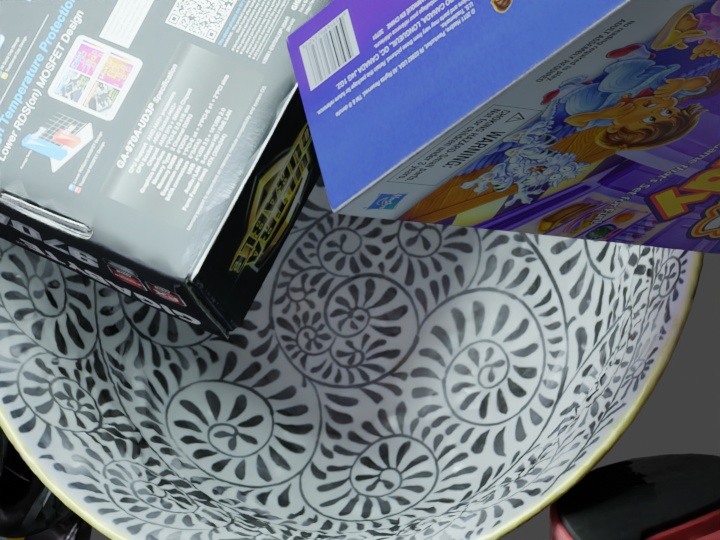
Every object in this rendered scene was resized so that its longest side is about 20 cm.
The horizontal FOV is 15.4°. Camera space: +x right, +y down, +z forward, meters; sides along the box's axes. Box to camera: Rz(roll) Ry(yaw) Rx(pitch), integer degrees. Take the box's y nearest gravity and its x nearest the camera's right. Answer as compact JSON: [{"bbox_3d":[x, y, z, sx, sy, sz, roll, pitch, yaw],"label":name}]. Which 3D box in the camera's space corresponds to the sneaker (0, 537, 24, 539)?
[{"bbox_3d":[-0.168,0.154,1.000,0.070,0.090,0.200,-26,68,52],"label":"sneaker"}]

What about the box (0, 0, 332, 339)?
[{"bbox_3d":[-0.060,-0.103,0.702,0.159,0.046,0.200,23,78,19],"label":"box"}]

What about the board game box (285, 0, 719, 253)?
[{"bbox_3d":[0.099,-0.070,0.555,0.200,0.134,0.045,-35,62,42],"label":"board game box"}]

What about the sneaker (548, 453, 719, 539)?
[{"bbox_3d":[0.116,0.122,0.628,0.200,0.074,0.087,42,140,49],"label":"sneaker"}]

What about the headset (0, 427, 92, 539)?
[{"bbox_3d":[-0.126,0.059,0.927,0.094,0.123,0.200,10,88,36],"label":"headset"}]

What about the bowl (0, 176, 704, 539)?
[{"bbox_3d":[0.000,0.000,0.727,0.200,0.094,0.201,-5,69,12],"label":"bowl"}]
